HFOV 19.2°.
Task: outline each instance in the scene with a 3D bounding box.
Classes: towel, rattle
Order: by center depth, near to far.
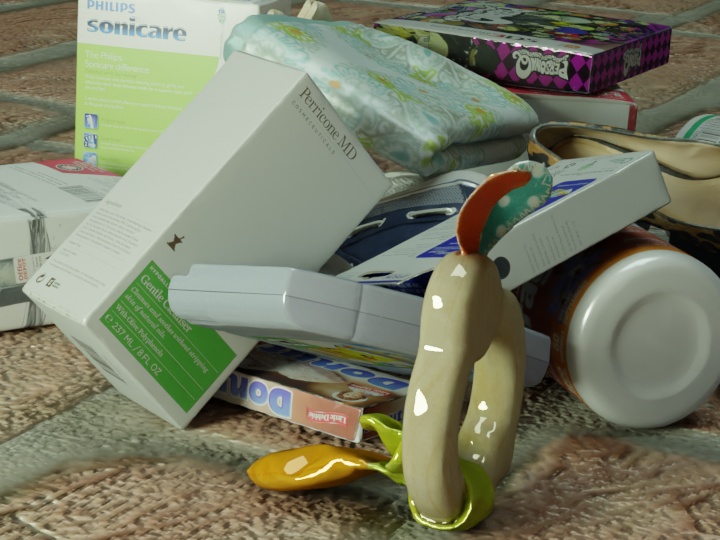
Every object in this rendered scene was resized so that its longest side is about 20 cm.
[{"bbox_3d":[0.021,0.028,1.113,0.143,0.201,0.130,19,35,37],"label":"rattle"},{"bbox_3d":[0.019,-0.125,1.477,0.171,0.048,0.200,28,18,21],"label":"towel"}]

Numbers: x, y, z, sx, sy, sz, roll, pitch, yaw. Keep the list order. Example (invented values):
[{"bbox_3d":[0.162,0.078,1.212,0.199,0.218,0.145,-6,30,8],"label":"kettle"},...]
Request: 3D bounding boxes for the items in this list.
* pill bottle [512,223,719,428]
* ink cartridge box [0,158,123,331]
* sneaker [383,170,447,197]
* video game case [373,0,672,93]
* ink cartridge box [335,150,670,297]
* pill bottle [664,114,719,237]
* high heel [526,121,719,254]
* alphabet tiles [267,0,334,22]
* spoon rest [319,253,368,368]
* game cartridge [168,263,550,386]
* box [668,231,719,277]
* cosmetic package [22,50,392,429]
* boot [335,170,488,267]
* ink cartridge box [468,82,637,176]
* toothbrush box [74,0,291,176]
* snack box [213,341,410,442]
[{"bbox_3d":[0.148,0.019,1.359,0.112,0.113,0.200,-2,15,-18],"label":"pill bottle"},{"bbox_3d":[-0.247,-0.018,1.463,0.199,0.085,0.145,-6,17,-37],"label":"ink cartridge box"},{"bbox_3d":[0.023,-0.031,1.507,0.199,0.074,0.115,-15,1,34],"label":"sneaker"},{"bbox_3d":[0.130,-0.178,1.671,0.181,0.036,0.200,12,16,24],"label":"video game case"},{"bbox_3d":[0.079,-0.016,1.261,0.200,0.039,0.099,-26,12,-27],"label":"ink cartridge box"},{"bbox_3d":[0.343,-0.053,1.666,0.200,0.114,0.113,17,20,40],"label":"pill bottle"},{"bbox_3d":[0.211,-0.064,1.392,0.199,0.072,0.142,-3,-22,41],"label":"high heel"},{"bbox_3d":[-0.067,-0.094,1.551,0.015,0.200,0.196,22,-17,22],"label":"alphabet tiles"},{"bbox_3d":[-0.059,0.023,1.378,0.061,0.100,0.200,-45,28,-27],"label":"spoon rest"},{"bbox_3d":[0.006,0.033,1.215,0.199,0.041,0.133,15,-12,-37],"label":"game cartridge"},{"bbox_3d":[0.320,-0.007,1.470,0.106,0.123,0.200,-9,19,-42],"label":"box"},{"bbox_3d":[-0.090,-0.021,1.268,0.200,0.108,0.085,-50,36,-13],"label":"cosmetic package"},{"bbox_3d":[0.000,0.000,1.399,0.200,0.073,0.090,-26,20,32],"label":"boot"},{"bbox_3d":[0.126,-0.086,1.679,0.144,0.146,0.200,2,15,-4],"label":"ink cartridge box"},{"bbox_3d":[-0.137,-0.116,1.628,0.145,0.201,0.086,6,16,15],"label":"toothbrush box"},{"bbox_3d":[-0.056,0.065,1.309,0.199,0.024,0.072,15,16,36],"label":"snack box"}]
